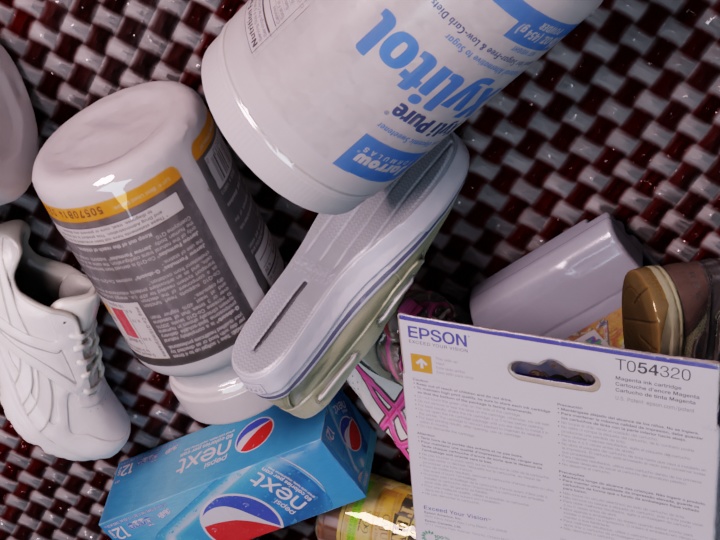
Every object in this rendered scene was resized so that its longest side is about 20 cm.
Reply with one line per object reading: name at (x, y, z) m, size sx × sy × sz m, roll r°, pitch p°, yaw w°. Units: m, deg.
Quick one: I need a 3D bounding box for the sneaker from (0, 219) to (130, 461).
sneaker at (-0.209, 0.050, 1.006) m, size 0.099 × 0.078 × 0.201 m, roll -24°, pitch 121°, yaw 20°

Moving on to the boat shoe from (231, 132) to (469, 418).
boat shoe at (0.000, 0.000, 0.900) m, size 0.200 × 0.072 × 0.062 m, roll -50°, pitch 134°, yaw -5°

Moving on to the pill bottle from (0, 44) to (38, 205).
pill bottle at (-0.310, -0.074, 0.903) m, size 0.198 × 0.114 × 0.114 m, roll -13°, pitch 124°, yaw 18°

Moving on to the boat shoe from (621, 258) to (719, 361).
boat shoe at (0.202, 0.072, 0.916) m, size 0.064 × 0.074 × 0.201 m, roll -14°, pitch 138°, yaw -3°

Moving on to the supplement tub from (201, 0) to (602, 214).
supplement tub at (0.022, -0.137, 0.794) m, size 0.132 × 0.132 × 0.200 m, roll 38°, pitch 123°, yaw -19°

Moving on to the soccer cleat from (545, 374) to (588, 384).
soccer cleat at (0.151, 0.161, 0.983) m, size 0.083 × 0.065 × 0.201 m, roll -26°, pitch 105°, yaw 16°

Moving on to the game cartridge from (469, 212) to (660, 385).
game cartridge at (0.170, 0.063, 0.983) m, size 0.133 × 0.042 × 0.200 m, roll -34°, pitch 115°, yaw 24°

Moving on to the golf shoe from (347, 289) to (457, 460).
golf shoe at (0.036, 0.077, 1.003) m, size 0.092 × 0.073 × 0.201 m, roll 18°, pitch 144°, yaw 39°

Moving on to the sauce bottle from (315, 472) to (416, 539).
sauce bottle at (0.066, 0.195, 1.044) m, size 0.198 × 0.065 × 0.065 m, roll 13°, pitch 130°, yaw 23°

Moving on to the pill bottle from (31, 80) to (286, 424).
pill bottle at (-0.112, -0.007, 0.919) m, size 0.115 × 0.117 × 0.201 m, roll -14°, pitch 123°, yaw 18°

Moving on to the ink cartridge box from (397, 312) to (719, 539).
ink cartridge box at (0.125, 0.113, 0.898) m, size 0.195 × 0.043 × 0.202 m, roll 9°, pitch 123°, yaw 21°

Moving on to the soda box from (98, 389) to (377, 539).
soda box at (-0.090, 0.152, 1.068) m, size 0.199 × 0.068 × 0.064 m, roll -24°, pitch 120°, yaw 24°
